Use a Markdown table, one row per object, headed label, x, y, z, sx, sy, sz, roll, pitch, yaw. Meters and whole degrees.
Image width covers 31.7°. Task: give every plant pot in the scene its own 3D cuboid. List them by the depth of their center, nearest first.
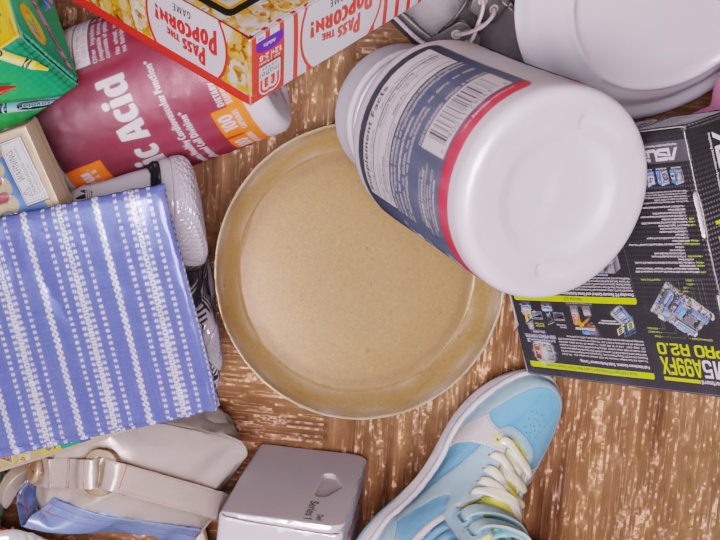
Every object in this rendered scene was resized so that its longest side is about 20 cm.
| label | x | y | z | sx | sy | sz | roll | pitch | yaw |
| --- | --- | --- | --- | --- | --- | --- | --- | --- | --- |
| plant pot | 0.000 | 0.000 | 0.862 | 0.200 | 0.027 | 0.201 | 0 | 91 | -10 |

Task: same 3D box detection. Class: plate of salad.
| label | x | y | z | sx | sy | sz | roll | pitch | yaw |
| --- | --- | --- | --- | --- | --- | --- | --- | --- | --- |
| plate of salad | 0.180 | -0.181 | 0.758 | 0.200 | 0.048 | 0.200 | -13 | 132 | -15 |

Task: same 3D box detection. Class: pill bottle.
| label | x | y | z | sx | sy | sz | roll | pitch | yaw |
| --- | --- | --- | --- | --- | --- | --- | --- | --- | --- |
| pill bottle | 0.065 | -0.072 | 0.749 | 0.119 | 0.200 | 0.120 | -9 | 113 | -22 |
| pill bottle | -0.157 | -0.112 | 0.839 | 0.200 | 0.114 | 0.114 | -20 | 98 | 10 |

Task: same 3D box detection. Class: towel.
| label | x | y | z | sx | sy | sz | roll | pitch | yaw |
| --- | --- | --- | --- | --- | --- | --- | --- | --- | --- |
| towel | -0.194 | 0.036 | 0.755 | 0.200 | 0.024 | 0.145 | -11 | 105 | 5 |

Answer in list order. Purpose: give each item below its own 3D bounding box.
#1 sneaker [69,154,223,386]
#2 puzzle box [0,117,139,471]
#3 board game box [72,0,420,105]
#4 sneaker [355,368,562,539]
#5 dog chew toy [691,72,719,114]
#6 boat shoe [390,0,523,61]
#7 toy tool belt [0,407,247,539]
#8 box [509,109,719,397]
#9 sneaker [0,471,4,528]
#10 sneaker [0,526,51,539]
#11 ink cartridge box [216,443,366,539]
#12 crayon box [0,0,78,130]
| label | x | y | z | sx | sy | sz | roll | pitch | yaw |
| --- | --- | --- | --- | --- | --- | --- | --- | --- | --- |
| sneaker | -0.156 | 0.013 | 0.847 | 0.115 | 0.075 | 0.200 | -7 | 134 | -6 |
| puzzle box | -0.220 | 0.021 | 0.774 | 0.133 | 0.025 | 0.200 | -18 | 105 | 10 |
| board game box | -0.085 | -0.190 | 0.763 | 0.200 | 0.151 | 0.046 | 33 | 141 | 27 |
| sneaker | 0.092 | 0.153 | 0.826 | 0.080 | 0.131 | 0.200 | 45 | 74 | -21 |
| dog chew toy | 0.263 | -0.086 | 0.781 | 0.124 | 0.125 | 0.200 | 29 | 115 | 0 |
| boat shoe | 0.040 | -0.185 | 0.832 | 0.200 | 0.057 | 0.067 | 36 | 102 | -1 |
| toy tool belt | -0.186 | 0.145 | 0.876 | 0.200 | 0.125 | 0.123 | 11 | 105 | -21 |
| box | 0.162 | -0.009 | 0.789 | 0.044 | 0.200 | 0.161 | -20 | 100 | -28 |
| sneaker | -0.265 | 0.184 | 0.927 | 0.118 | 0.074 | 0.201 | 26 | 112 | 8 |
| sneaker | -0.197 | 0.239 | 0.893 | 0.073 | 0.200 | 0.077 | -24 | 54 | 40 |
| ink cartridge box | -0.055 | 0.238 | 0.879 | 0.084 | 0.145 | 0.200 | 9 | 102 | 5 |
| crayon box | -0.263 | -0.167 | 0.812 | 0.119 | 0.058 | 0.200 | -32 | 55 | 12 |
